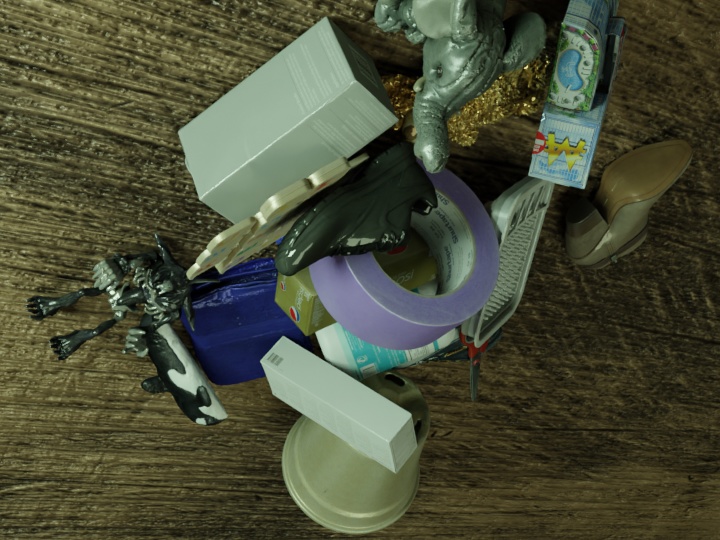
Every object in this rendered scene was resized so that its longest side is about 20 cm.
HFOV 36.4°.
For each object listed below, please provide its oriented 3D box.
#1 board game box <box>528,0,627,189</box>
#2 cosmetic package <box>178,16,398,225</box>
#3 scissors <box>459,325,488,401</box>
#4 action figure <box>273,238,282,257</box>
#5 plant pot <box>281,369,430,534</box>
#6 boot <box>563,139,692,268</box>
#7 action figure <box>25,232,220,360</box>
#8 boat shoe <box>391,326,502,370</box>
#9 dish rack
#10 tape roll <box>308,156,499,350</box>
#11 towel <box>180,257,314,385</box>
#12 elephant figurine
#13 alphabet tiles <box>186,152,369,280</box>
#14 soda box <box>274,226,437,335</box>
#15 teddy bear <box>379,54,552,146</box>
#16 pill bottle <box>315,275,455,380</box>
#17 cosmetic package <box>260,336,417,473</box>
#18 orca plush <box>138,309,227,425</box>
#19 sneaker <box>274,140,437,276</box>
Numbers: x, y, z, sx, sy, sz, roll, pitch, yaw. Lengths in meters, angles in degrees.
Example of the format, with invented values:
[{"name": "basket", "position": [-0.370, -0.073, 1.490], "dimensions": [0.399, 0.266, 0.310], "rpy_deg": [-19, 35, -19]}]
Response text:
[{"name": "board game box", "position": [0.224, -0.192, 1.103], "dimensions": [0.061, 0.200, 0.200], "rpy_deg": [14, 142, 10]}, {"name": "cosmetic package", "position": [-0.075, -0.142, 1.087], "dimensions": [0.200, 0.107, 0.090], "rpy_deg": [-35, 141, 19]}, {"name": "scissors", "position": [0.151, 0.116, 1.492], "dimensions": [0.073, 0.014, 0.200], "rpy_deg": [-14, 138, -30]}, {"name": "action figure", "position": [-0.070, -0.037, 1.268], "dimensions": [0.065, 0.052, 0.200], "rpy_deg": [-39, 142, 15]}, {"name": "plant pot", "position": [0.008, 0.229, 1.476], "dimensions": [0.200, 0.201, 0.184], "rpy_deg": [-7, 151, -20]}, {"name": "boot", "position": [0.349, -0.079, 1.419], "dimensions": [0.200, 0.070, 0.146], "rpy_deg": [-31, 148, 12]}, {"name": "action figure", "position": [-0.258, 0.037, 1.207], "dimensions": [0.199, 0.102, 0.119], "rpy_deg": [-21, 102, 7]}, {"name": "boat shoe", "position": [0.103, 0.102, 1.500], "dimensions": [0.200, 0.071, 0.091], "rpy_deg": [-25, 139, -1]}, {"name": "dish rack", "position": [0.171, -0.020, 1.322], "dimensions": [0.172, 0.043, 0.201], "rpy_deg": [-34, 140, -58]}, {"name": "tape roll", "position": [0.048, -0.020, 1.207], "dimensions": [0.199, 0.201, 0.085], "rpy_deg": [1, 159, -27]}, {"name": "towel", "position": [-0.141, 0.064, 1.359], "dimensions": [0.147, 0.050, 0.200], "rpy_deg": [-12, 143, -2]}, {"name": "elephant figurine", "position": [0.097, -0.214, 1.000], "dimensions": [0.141, 0.200, 0.155], "rpy_deg": [-11, 136, -10]}, {"name": "alphabet tiles", "position": [-0.081, -0.053, 1.106], "dimensions": [0.195, 0.015, 0.200], "rpy_deg": [-32, 176, -30]}, {"name": "soda box", "position": [0.000, 0.000, 1.275], "dimensions": [0.200, 0.068, 0.064], "rpy_deg": [-22, 141, -33]}, {"name": "teddy bear", "position": [0.109, -0.176, 1.152], "dimensions": [0.199, 0.067, 0.145], "rpy_deg": [-7, 164, -25]}, {"name": "pill bottle", "position": [0.044, 0.063, 1.392], "dimensions": [0.199, 0.111, 0.111], "rpy_deg": [-21, 143, -2]}, {"name": "cosmetic package", "position": [-0.026, 0.161, 1.332], "dimensions": [0.051, 0.200, 0.083], "rpy_deg": [-47, 151, -26]}, {"name": "orca plush", "position": [-0.234, 0.129, 1.331], "dimensions": [0.071, 0.105, 0.200], "rpy_deg": [-31, 142, -6]}, {"name": "sneaker", "position": [0.002, -0.048, 1.103], "dimensions": [0.200, 0.091, 0.076], "rpy_deg": [-38, -178, -22]}]
